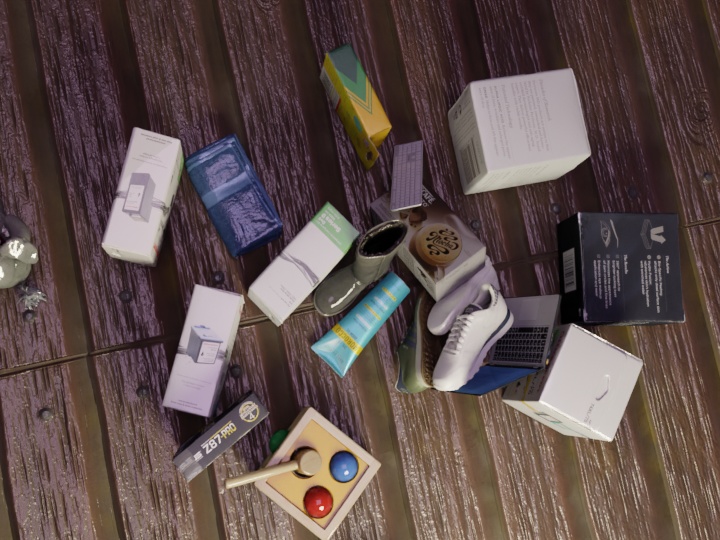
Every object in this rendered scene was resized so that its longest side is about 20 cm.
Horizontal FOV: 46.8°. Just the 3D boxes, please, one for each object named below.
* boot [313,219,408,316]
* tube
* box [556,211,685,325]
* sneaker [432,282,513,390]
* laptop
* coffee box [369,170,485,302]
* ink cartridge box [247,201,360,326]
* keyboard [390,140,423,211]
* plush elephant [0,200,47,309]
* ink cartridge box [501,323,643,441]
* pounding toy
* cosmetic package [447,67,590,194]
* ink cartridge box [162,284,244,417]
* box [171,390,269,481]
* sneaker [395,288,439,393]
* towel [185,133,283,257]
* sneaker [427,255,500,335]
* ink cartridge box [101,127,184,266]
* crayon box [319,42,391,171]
[{"bbox_3d":[-0.002,-0.001,1.425,0.181,0.200,0.073,-42,89,-12],"label":"boot"},{"bbox_3d":[0.005,0.092,1.497,0.077,0.050,0.200,42,84,6],"label":"tube"},{"bbox_3d":[0.478,0.001,1.540,0.196,0.117,0.201,1,82,-7],"label":"box"},{"bbox_3d":[0.178,0.113,1.410,0.201,0.076,0.081,-51,129,-23],"label":"sneaker"},{"bbox_3d":[0.232,0.126,1.440,0.114,0.187,0.204,18,80,-19],"label":"laptop"},{"bbox_3d":[0.118,-0.062,1.478,0.112,0.080,0.201,-34,65,-10],"label":"coffee box"},{"bbox_3d":[-0.101,-0.007,1.438,0.084,0.146,0.200,43,78,-1],"label":"ink cartridge box"},{"bbox_3d":[0.084,-0.172,1.486,0.055,0.202,0.011,-15,128,17],"label":"keyboard"},{"bbox_3d":[-0.607,-0.018,1.357,0.200,0.155,0.165,43,79,-1],"label":"plush elephant"},{"bbox_3d":[0.365,0.195,1.455,0.144,0.200,0.149,28,79,-4],"label":"ink cartridge box"},{"bbox_3d":[-0.098,0.336,1.395,0.199,0.142,0.185,38,78,-2],"label":"pounding toy"},{"bbox_3d":[0.284,-0.251,1.521,0.196,0.165,0.168,-10,84,-11],"label":"cosmetic package"},{"bbox_3d":[-0.259,0.137,1.395,0.084,0.146,0.204,13,80,-5],"label":"ink cartridge box"},{"bbox_3d":[-0.225,0.263,1.357,0.161,0.200,0.049,-41,91,-10],"label":"box"},{"bbox_3d":[0.098,0.128,1.489,0.067,0.089,0.203,30,48,-30],"label":"sneaker"},{"bbox_3d":[-0.226,-0.132,1.486,0.110,0.049,0.202,-28,88,-10],"label":"towel"},{"bbox_3d":[0.197,0.063,1.490,0.200,0.075,0.089,-46,111,-35],"label":"sneaker"},{"bbox_3d":[-0.366,-0.119,1.413,0.082,0.145,0.204,14,81,-7],"label":"ink cartridge box"},{"bbox_3d":[-0.004,-0.291,1.503,0.050,0.127,0.203,-26,88,-11],"label":"crayon box"}]
